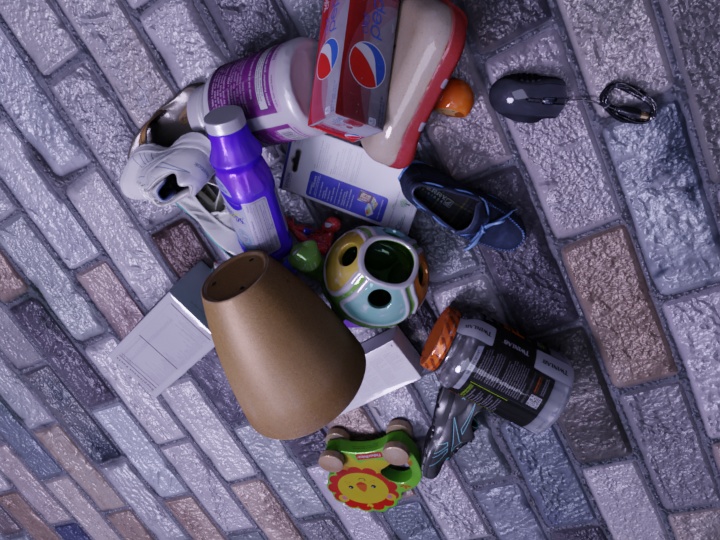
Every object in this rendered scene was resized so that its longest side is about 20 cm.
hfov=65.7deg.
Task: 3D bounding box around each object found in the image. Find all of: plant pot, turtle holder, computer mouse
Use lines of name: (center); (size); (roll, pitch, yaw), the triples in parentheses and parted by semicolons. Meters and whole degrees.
plant pot: (-0.114, 0.079, 0.721); (0.184, 0.187, 0.201); (-13, 126, 21)
turtle holder: (0.009, -0.006, 0.760); (0.185, 0.141, 0.132); (38, 162, 0)
computer mouse: (0.255, -0.202, 0.672); (0.197, 0.034, 0.059); (8, 118, 11)

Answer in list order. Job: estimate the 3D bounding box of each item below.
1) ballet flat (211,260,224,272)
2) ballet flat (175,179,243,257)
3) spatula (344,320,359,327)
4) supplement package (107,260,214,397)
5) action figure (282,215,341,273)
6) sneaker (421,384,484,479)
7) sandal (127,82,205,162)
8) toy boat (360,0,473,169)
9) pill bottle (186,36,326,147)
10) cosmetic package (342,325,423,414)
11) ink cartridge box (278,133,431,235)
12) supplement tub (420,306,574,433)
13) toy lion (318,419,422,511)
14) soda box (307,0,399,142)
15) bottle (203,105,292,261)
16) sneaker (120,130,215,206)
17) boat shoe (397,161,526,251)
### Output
ballet flat: (-0.148, 0.045, 0.831); (0.064, 0.076, 0.201); (-31, 135, -4)
ballet flat: (-0.207, -0.085, 0.815); (0.200, 0.069, 0.070); (41, 123, 19)
spatula: (-0.078, 0.085, 0.919); (0.198, 0.021, 0.057); (-16, 114, 22)
supplement package: (-0.307, 0.100, 0.937); (0.199, 0.110, 0.114); (-38, 103, 28)
action figure: (-0.115, -0.032, 0.841); (0.199, 0.066, 0.099); (-37, 112, 28)
sneaker: (0.150, 0.277, 0.929); (0.078, 0.076, 0.202); (13, 120, 5)
sandal: (-0.280, -0.189, 0.810); (0.199, 0.055, 0.082); (-33, 105, 27)
toy boat: (0.080, -0.217, 0.677); (0.129, 0.131, 0.201); (12, 124, -26)
pill bottle: (-0.127, -0.214, 0.706); (0.198, 0.112, 0.113); (-1, 119, 36)
cosmetic package: (0.001, 0.172, 0.926); (0.199, 0.051, 0.083); (-30, 108, 26)
ink cartridge box: (-0.009, -0.130, 0.778); (0.198, 0.039, 0.100); (21, 120, 2)
supplement tub: (0.195, 0.140, 0.816); (0.198, 0.123, 0.123); (27, 121, -1)
toy lion: (0.024, 0.373, 1.026); (0.198, 0.069, 0.193); (-14, 119, 21)
soda box: (-0.006, -0.256, 0.630); (0.063, 0.069, 0.203); (-1, 80, 56)
bottle: (-0.140, -0.102, 0.694); (0.083, 0.065, 0.201); (41, 153, 41)
sneaker: (-0.273, -0.127, 0.758); (0.198, 0.088, 0.075); (-9, 136, 39)
boat shoe: (0.134, -0.068, 0.733); (0.198, 0.069, 0.085); (20, 118, -16)
